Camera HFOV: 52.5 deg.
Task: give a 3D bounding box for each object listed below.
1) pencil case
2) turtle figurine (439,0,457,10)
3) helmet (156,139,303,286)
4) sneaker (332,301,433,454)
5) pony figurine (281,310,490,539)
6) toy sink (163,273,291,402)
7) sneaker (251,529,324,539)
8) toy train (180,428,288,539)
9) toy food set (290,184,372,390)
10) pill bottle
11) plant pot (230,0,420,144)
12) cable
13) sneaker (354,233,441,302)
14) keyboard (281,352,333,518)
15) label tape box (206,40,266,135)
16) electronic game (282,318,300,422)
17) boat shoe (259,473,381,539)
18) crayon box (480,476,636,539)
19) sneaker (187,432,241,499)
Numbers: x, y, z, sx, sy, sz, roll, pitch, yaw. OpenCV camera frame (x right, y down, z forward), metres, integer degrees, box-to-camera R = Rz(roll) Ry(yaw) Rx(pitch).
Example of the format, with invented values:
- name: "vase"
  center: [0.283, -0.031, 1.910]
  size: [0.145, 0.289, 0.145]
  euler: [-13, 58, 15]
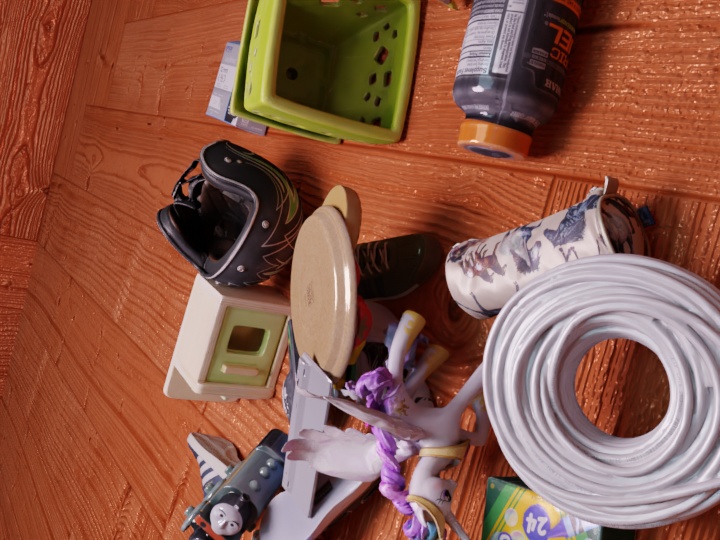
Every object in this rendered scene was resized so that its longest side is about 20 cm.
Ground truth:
- name: "pencil case"
  center: [0.163, -0.012, 0.668]
  size: [0.200, 0.078, 0.090]
  euler: [-21, 65, 50]
- name: "turtle figurine"
  center: [0.127, -0.388, 0.839]
  size: [0.162, 0.064, 0.200]
  euler: [-61, 39, 23]
- name: "helmet"
  center: [-0.175, -0.074, 1.062]
  size: [0.191, 0.200, 0.200]
  euler: [44, 127, 0]
- name: "sneaker"
  center: [0.014, 0.143, 0.841]
  size: [0.115, 0.075, 0.200]
  euler: [-53, 38, 34]
- name: "pony figurine"
  center: [0.038, 0.141, 0.688]
  size: [0.167, 0.192, 0.200]
  euler: [100, -165, -56]
- name: "toy sink"
  center: [-0.193, 0.123, 1.084]
  size: [0.112, 0.130, 0.201]
  euler: [32, 105, 53]
- name: "sneaker"
  center: [-0.115, 0.384, 0.957]
  size: [0.200, 0.078, 0.082]
  euler: [-51, 39, 20]
- name: "toy train"
  center: [-0.149, 0.286, 0.941]
  size: [0.085, 0.200, 0.114]
  euler: [42, 112, 4]
- name: "toy food set"
  center: [-0.033, 0.025, 0.795]
  size: [0.198, 0.048, 0.201]
  euler: [114, 148, -48]
- name: "pill bottle"
  center: [0.152, -0.212, 0.719]
  size: [0.106, 0.106, 0.201]
  euler: [17, 95, 55]
- name: "plant pot"
  center: [-0.059, -0.274, 0.961]
  size: [0.181, 0.199, 0.200]
  euler: [4, 85, 60]
- name: "cable"
  center: [0.194, 0.087, 0.546]
  size: [0.200, 0.069, 0.201]
  euler: [-37, 70, 25]
- name: "sneaker"
  center: [0.000, 0.000, 0.882]
  size: [0.200, 0.090, 0.067]
  euler: [-23, 61, 49]
- name: "keyboard"
  center: [-0.059, 0.184, 0.797]
  size: [0.056, 0.011, 0.201]
  euler: [36, 130, 37]
- name: "label tape box"
  center: [-0.192, -0.350, 1.275]
  size: [0.143, 0.066, 0.201]
  euler: [32, 108, 53]
- name: "electronic game"
  center: [-0.078, 0.161, 0.920]
  size: [0.200, 0.041, 0.201]
  euler: [177, 90, -83]
- name: "boat shoe"
  center: [-0.038, 0.270, 0.864]
  size: [0.200, 0.066, 0.070]
  euler: [-48, 50, 20]
- name: "crayon box"
  center: [0.156, 0.289, 0.616]
  size: [0.126, 0.051, 0.201]
  euler: [-1, 81, 54]
- name: "sneaker"
  center: [-0.219, 0.315, 1.111]
  size: [0.200, 0.075, 0.085]
  euler: [24, 95, 54]
